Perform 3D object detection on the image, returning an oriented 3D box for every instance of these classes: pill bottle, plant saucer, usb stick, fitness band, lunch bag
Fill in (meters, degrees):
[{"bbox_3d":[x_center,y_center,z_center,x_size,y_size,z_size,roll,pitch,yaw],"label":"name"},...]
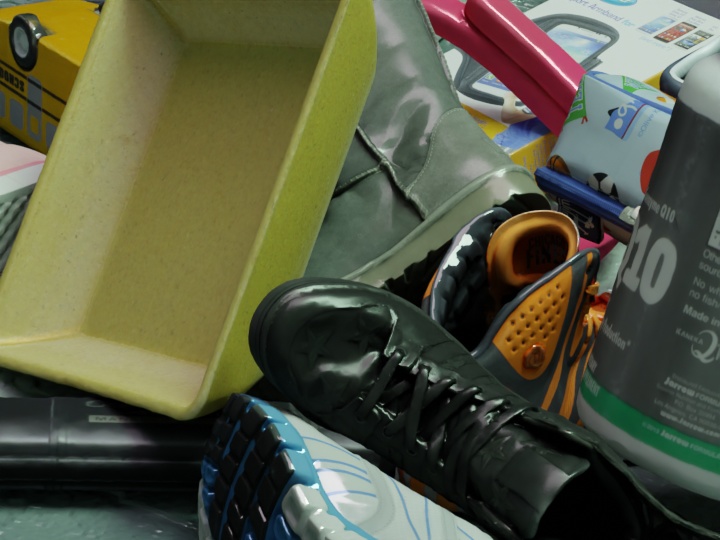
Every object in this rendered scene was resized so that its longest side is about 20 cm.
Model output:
[{"bbox_3d":[0.167,-0.017,0.961,0.112,0.202,0.113,17,14,-4],"label":"pill bottle"},{"bbox_3d":[-0.072,-0.036,1.060,0.048,0.202,0.199,25,-8,-34],"label":"plant saucer"},{"bbox_3d":[-0.085,0.073,1.017,0.198,0.033,0.056,1,18,-6],"label":"usb stick"},{"bbox_3d":[0.055,-0.077,1.254,0.200,0.038,0.143,44,50,12],"label":"fitness band"},{"bbox_3d":[0.182,-0.018,1.122,0.199,0.076,0.160,21,8,-47],"label":"lunch bag"}]

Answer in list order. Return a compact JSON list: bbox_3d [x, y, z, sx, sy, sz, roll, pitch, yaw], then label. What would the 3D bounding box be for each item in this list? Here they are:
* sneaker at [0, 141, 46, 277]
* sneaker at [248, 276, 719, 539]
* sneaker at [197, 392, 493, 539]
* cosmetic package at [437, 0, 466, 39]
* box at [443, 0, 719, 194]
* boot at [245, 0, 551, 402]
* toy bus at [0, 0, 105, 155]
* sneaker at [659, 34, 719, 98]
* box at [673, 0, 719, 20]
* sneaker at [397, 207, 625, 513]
[{"bbox_3d":[-0.229,-0.028,1.160,0.104,0.076,0.199,27,25,33],"label":"sneaker"},{"bbox_3d":[0.054,0.069,0.937,0.199,0.060,0.104,34,-3,-20],"label":"sneaker"},{"bbox_3d":[0.008,0.111,0.920,0.086,0.076,0.200,2,26,-34],"label":"sneaker"},{"bbox_3d":[-0.029,-0.223,1.510,0.164,0.166,0.200,12,27,17],"label":"cosmetic package"},{"bbox_3d":[0.123,-0.110,1.381,0.199,0.042,0.119,-31,38,-25],"label":"box"},{"bbox_3d":[-0.025,-0.054,1.106,0.181,0.073,0.201,-33,60,-4],"label":"boot"},{"bbox_3d":[-0.137,-0.092,1.312,0.065,0.079,0.200,-13,29,-35],"label":"toy bus"},{"bbox_3d":[0.241,-0.069,1.281,0.198,0.109,0.070,-3,26,-15],"label":"sneaker"},{"bbox_3d":[0.259,-0.188,1.433,0.108,0.202,0.128,-14,30,-33],"label":"box"},{"bbox_3d":[0.097,0.024,1.053,0.077,0.113,0.199,22,30,34],"label":"sneaker"}]
